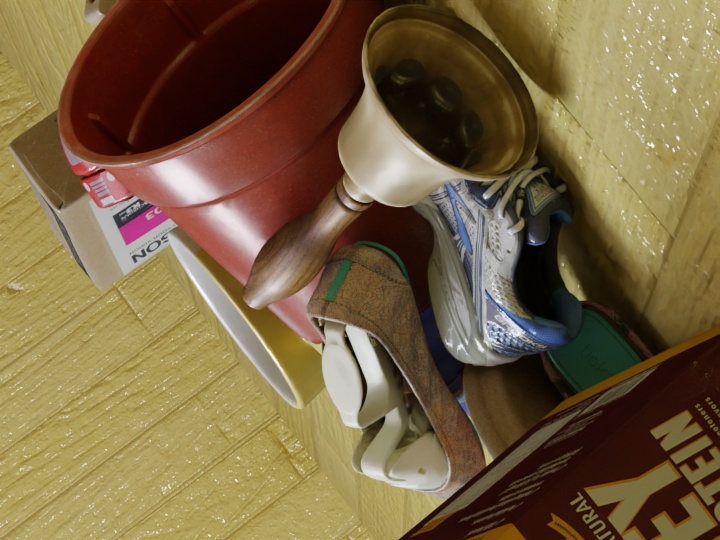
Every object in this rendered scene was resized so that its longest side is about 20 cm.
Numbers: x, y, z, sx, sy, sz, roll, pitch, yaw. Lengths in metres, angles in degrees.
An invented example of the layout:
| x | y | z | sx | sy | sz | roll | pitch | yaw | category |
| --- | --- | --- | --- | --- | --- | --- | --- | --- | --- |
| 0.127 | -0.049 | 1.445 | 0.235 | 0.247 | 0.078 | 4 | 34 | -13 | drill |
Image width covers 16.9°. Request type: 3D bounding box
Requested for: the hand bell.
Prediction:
| x | y | z | sx | sy | sz | roll | pitch | yaw | category |
| --- | --- | --- | --- | --- | --- | --- | --- | --- | --- |
| -0.007 | -0.038 | 1.262 | 0.104 | 0.104 | 0.200 | 53 | 132 | 7 | hand bell |

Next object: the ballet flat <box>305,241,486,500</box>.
| x | y | z | sx | sy | sz | roll | pitch | yaw | category |
| --- | --- | --- | --- | --- | --- | --- | --- | --- | --- |
| 0.014 | 0.075 | 1.356 | 0.068 | 0.067 | 0.200 | 3 | 133 | 35 | ballet flat |

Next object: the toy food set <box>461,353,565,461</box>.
| x | y | z | sx | sy | sz | roll | pitch | yaw | category |
| --- | --- | --- | --- | --- | --- | --- | --- | --- | --- |
| 0.133 | 0.119 | 1.370 | 0.198 | 0.049 | 0.200 | 18 | -147 | -40 | toy food set |

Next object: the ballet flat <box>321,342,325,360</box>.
| x | y | z | sx | sy | sz | roll | pitch | yaw | category |
| --- | --- | --- | --- | --- | --- | --- | --- | --- | --- |
| 0.000 | 0.000 | 1.509 | 0.067 | 0.046 | 0.200 | 72 | -156 | -51 | ballet flat |

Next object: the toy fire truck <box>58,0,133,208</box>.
| x | y | z | sx | sy | sz | roll | pitch | yaw | category |
| --- | --- | --- | --- | --- | --- | --- | --- | --- | --- |
| -0.122 | -0.143 | 1.480 | 0.049 | 0.200 | 0.141 | -20 | 107 | 51 | toy fire truck |

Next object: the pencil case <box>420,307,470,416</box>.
| x | y | z | sx | sy | sz | roll | pitch | yaw | category |
| --- | --- | --- | --- | --- | --- | --- | --- | --- | --- |
| 0.061 | 0.046 | 1.494 | 0.200 | 0.078 | 0.087 | 15 | -108 | -71 | pencil case |

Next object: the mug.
| x | y | z | sx | sy | sz | roll | pitch | yaw | category |
| --- | --- | --- | --- | --- | --- | --- | --- | --- | --- |
| -0.016 | 0.002 | 1.642 | 0.187 | 0.153 | 0.150 | 48 | 169 | 31 | mug |

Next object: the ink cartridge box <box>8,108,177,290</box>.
| x | y | z | sx | sy | sz | roll | pitch | yaw | category |
| --- | --- | --- | --- | --- | --- | --- | --- | --- | --- |
| -0.148 | -0.093 | 1.818 | 0.075 | 0.200 | 0.165 | 51 | 172 | 21 | ink cartridge box |

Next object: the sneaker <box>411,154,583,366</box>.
| x | y | z | sx | sy | sz | roll | pitch | yaw | category |
| --- | --- | --- | --- | --- | --- | --- | --- | --- | --- |
| 0.072 | -0.044 | 1.299 | 0.085 | 0.077 | 0.200 | -2 | 116 | 45 | sneaker |

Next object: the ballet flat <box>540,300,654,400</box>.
| x | y | z | sx | sy | sz | roll | pitch | yaw | category |
| --- | --- | --- | --- | --- | --- | --- | --- | --- | --- |
| 0.173 | 0.099 | 1.335 | 0.200 | 0.069 | 0.071 | 51 | -172 | 21 | ballet flat |

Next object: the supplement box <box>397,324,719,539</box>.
| x | y | z | sx | sy | sz | roll | pitch | yaw | category |
| --- | --- | --- | --- | --- | --- | --- | --- | --- | --- |
| 0.117 | 0.147 | 1.160 | 0.133 | 0.200 | 0.197 | 54 | 150 | -1 | supplement box |

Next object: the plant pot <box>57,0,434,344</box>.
| x | y | z | sx | sy | sz | roll | pitch | yaw | category |
| --- | --- | --- | --- | --- | --- | --- | --- | --- | --- |
| -0.035 | -0.072 | 1.387 | 0.195 | 0.201 | 0.201 | 50 | 175 | -34 | plant pot |
